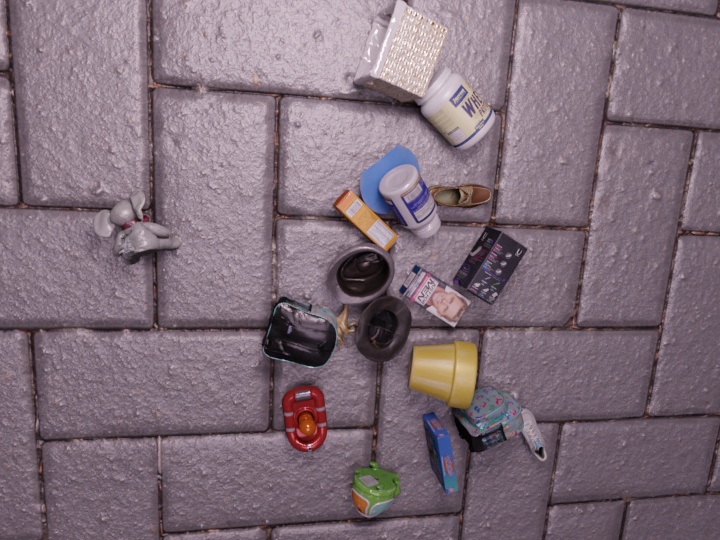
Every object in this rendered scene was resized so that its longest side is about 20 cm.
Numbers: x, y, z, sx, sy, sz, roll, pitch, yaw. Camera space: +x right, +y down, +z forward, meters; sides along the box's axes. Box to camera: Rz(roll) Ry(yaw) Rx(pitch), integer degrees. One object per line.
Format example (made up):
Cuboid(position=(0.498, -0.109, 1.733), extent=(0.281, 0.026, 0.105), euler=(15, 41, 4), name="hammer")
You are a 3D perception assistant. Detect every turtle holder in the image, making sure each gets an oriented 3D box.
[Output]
Cuboid(position=(0.047, 0.701, 1.767), extent=(0.140, 0.185, 0.133), euler=(17, 100, 18), name="turtle holder")

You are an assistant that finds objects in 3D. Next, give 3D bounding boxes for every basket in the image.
Cuboid(position=(0.102, -0.567, 1.450), extent=(0.160, 0.198, 0.201), euler=(17, 98, -18), name="basket")

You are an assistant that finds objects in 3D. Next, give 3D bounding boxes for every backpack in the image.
Cuboid(position=(-0.163, 0.179, 1.584), extent=(0.199, 0.153, 0.177), euler=(19, 99, 1), name="backpack")
Cuboid(position=(0.410, 0.461, 1.753), extent=(0.199, 0.178, 0.152), euler=(-17, 110, -11), name="backpack")

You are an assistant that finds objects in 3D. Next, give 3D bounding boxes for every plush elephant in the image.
Cuboid(position=(-0.592, -0.114, 1.439), extent=(0.164, 0.200, 0.156), euler=(-20, 87, 1), name="plush elephant")

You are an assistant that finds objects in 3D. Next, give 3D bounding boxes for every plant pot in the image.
Cuboid(position=(0.245, 0.308, 1.686), extent=(0.187, 0.201, 0.202), euler=(9, 101, 3), name="plant pot")

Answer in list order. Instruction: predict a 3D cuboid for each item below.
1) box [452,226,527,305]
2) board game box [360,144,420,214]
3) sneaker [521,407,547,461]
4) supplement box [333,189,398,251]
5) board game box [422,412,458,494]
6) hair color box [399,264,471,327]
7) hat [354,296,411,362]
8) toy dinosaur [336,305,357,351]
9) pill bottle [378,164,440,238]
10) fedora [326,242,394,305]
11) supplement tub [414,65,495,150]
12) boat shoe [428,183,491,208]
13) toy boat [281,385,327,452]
Cuboid(position=(0.389, -0.016, 1.667), extent=(0.106, 0.122, 0.201), euler=(30, 96, -15), name="box")
Cuboid(position=(0.079, -0.263, 1.589), extent=(0.200, 0.039, 0.158), euler=(-39, 127, -9), name="board game box")
Cuboid(position=(0.581, 0.553, 1.854), extent=(0.075, 0.087, 0.201), euler=(-29, 105, -2), name="sneaker")
Cuboid(position=(0.015, -0.142, 1.594), extent=(0.069, 0.067, 0.200), euler=(-46, 107, -2), name="supplement box")
Cuboid(position=(0.253, 0.579, 1.760), extent=(0.045, 0.152, 0.201), euler=(-13, 105, -8), name="board game box")
Cuboid(position=(0.229, 0.078, 1.689), extent=(0.199, 0.061, 0.100), euler=(31, 95, -17), name="hair color box")
Cuboid(position=(0.058, 0.168, 1.660), extent=(0.199, 0.081, 0.202), euler=(-5, 103, -23), name="hat")
Cuboid(position=(-0.053, 0.168, 1.655), extent=(0.101, 0.058, 0.201), euler=(27, 96, -14), name="toy dinosaur")
Cuboid(position=(0.147, -0.189, 1.564), extent=(0.119, 0.120, 0.200), euler=(-38, 128, -1), name="pill bottle")
Cuboid(position=(0.000, 0.000, 1.606), extent=(0.199, 0.090, 0.177), euler=(-34, 109, 8), name="fedora")
Cuboid(position=(0.259, -0.449, 1.531), extent=(0.200, 0.145, 0.145), euler=(41, 92, -17), name="supplement tub")
Cuboid(position=(0.293, -0.216, 1.628), extent=(0.198, 0.074, 0.076), euler=(-5, 104, -10), name="boat shoe")
Cuboid(position=(-0.163, 0.455, 1.659), extent=(0.129, 0.131, 0.202), euler=(-8, 104, -9), name="toy boat")
